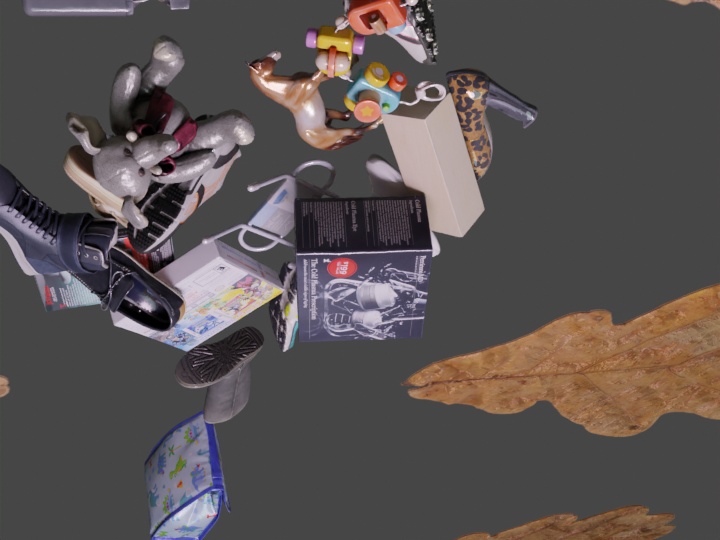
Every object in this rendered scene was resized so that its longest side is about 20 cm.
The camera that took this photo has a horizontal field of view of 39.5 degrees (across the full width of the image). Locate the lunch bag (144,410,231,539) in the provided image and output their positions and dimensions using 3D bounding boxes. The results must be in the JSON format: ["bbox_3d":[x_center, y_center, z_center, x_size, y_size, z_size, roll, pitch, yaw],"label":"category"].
[{"bbox_3d":[-0.311,0.382,1.857,0.127,0.170,0.200,9,135,-30],"label":"lunch bag"}]

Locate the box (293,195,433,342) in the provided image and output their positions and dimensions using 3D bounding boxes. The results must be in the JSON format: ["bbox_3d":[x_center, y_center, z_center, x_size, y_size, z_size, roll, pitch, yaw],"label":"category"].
[{"bbox_3d":[0.000,0.000,1.396,0.181,0.104,0.200,-3,141,-4],"label":"box"}]

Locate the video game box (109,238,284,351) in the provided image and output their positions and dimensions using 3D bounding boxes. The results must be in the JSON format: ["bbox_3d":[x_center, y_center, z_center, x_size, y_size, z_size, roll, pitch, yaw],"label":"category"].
[{"bbox_3d":[-0.244,0.040,1.516,0.200,0.047,0.182,-31,150,15],"label":"video game box"}]

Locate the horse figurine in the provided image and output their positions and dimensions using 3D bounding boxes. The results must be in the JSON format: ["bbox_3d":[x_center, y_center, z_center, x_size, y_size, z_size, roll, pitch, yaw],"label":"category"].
[{"bbox_3d":[-0.049,-0.214,1.287,0.132,0.050,0.200,-27,140,1],"label":"horse figurine"}]

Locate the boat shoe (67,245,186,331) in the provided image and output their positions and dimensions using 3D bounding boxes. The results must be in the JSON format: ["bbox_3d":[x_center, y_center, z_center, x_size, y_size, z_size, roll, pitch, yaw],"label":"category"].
[{"bbox_3d":[-0.333,0.020,1.392,0.200,0.062,0.075,34,114,-15],"label":"boat shoe"}]

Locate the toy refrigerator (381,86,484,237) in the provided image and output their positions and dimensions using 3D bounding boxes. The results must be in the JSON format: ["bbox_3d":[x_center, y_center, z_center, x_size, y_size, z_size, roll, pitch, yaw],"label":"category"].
[{"bbox_3d":[0.102,-0.147,1.357,0.070,0.076,0.200,-49,135,-28],"label":"toy refrigerator"}]

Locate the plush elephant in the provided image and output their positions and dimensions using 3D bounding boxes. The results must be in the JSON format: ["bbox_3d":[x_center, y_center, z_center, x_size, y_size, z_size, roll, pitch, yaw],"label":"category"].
[{"bbox_3d":[-0.252,-0.148,1.175,0.199,0.155,0.165,-26,119,20],"label":"plush elephant"}]

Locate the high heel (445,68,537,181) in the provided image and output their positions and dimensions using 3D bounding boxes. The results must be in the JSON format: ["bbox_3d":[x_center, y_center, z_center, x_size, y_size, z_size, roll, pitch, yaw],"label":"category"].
[{"bbox_3d":[0.128,-0.192,1.384,0.142,0.072,0.200,24,132,-27],"label":"high heel"}]

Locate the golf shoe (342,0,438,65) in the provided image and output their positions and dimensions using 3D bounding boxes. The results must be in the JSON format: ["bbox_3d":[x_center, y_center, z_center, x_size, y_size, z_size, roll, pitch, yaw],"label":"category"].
[{"bbox_3d":[0.030,-0.315,1.181,0.088,0.077,0.200,-14,141,24],"label":"golf shoe"}]

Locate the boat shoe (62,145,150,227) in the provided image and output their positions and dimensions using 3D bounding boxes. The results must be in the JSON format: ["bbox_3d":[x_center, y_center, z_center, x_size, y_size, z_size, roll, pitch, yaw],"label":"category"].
[{"bbox_3d":[-0.322,-0.094,1.319,0.065,0.072,0.200,-30,147,17],"label":"boat shoe"}]

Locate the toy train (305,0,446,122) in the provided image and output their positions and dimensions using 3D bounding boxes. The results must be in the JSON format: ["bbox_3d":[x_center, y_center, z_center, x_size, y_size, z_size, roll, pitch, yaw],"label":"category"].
[{"bbox_3d":[0.018,-0.243,1.178,0.150,0.056,0.200,-7,144,24],"label":"toy train"}]

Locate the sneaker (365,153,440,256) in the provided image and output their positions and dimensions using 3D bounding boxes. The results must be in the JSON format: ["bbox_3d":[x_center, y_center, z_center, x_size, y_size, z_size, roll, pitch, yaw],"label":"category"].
[{"bbox_3d":[0.048,-0.077,1.445,0.080,0.070,0.201,-34,126,-8],"label":"sneaker"}]

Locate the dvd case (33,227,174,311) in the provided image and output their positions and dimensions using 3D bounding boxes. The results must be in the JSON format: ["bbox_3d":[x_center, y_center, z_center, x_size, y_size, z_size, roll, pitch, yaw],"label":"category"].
[{"bbox_3d":[-0.369,-0.004,1.457,0.199,0.022,0.146,-10,143,-11],"label":"dvd case"}]

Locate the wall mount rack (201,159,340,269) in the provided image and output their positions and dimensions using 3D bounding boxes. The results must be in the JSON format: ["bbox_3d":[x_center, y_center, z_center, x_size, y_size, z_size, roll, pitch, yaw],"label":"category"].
[{"bbox_3d":[-0.123,-0.077,1.415,0.173,0.075,0.200,19,130,-36],"label":"wall mount rack"}]

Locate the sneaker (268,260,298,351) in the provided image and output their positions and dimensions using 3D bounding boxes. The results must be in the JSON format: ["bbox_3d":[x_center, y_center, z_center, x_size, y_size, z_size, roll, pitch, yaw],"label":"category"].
[{"bbox_3d":[-0.095,0.060,1.608,0.079,0.078,0.200,-7,143,-28],"label":"sneaker"}]

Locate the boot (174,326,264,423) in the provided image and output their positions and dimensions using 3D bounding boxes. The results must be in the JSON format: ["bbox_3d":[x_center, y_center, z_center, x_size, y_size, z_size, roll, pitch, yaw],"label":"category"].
[{"bbox_3d":[-0.247,0.194,1.697,0.181,0.073,0.200,-22,156,-35],"label":"boot"}]

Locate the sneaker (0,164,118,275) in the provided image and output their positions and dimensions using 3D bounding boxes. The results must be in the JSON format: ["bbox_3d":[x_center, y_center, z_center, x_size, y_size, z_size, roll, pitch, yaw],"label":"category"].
[{"bbox_3d":[-0.392,-0.068,1.274,0.146,0.077,0.203,2,145,16],"label":"sneaker"}]

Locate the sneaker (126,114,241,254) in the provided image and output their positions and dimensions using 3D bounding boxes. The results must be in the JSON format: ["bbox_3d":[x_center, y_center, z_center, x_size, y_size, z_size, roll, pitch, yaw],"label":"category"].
[{"bbox_3d":[-0.222,-0.100,1.295,0.200,0.074,0.080,-53,153,0],"label":"sneaker"}]

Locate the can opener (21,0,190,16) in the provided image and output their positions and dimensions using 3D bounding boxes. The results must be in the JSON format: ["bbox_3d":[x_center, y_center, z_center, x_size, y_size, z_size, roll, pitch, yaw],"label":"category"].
[{"bbox_3d":[-0.264,-0.311,1.088,0.199,0.053,0.067,-4,110,-16],"label":"can opener"}]
